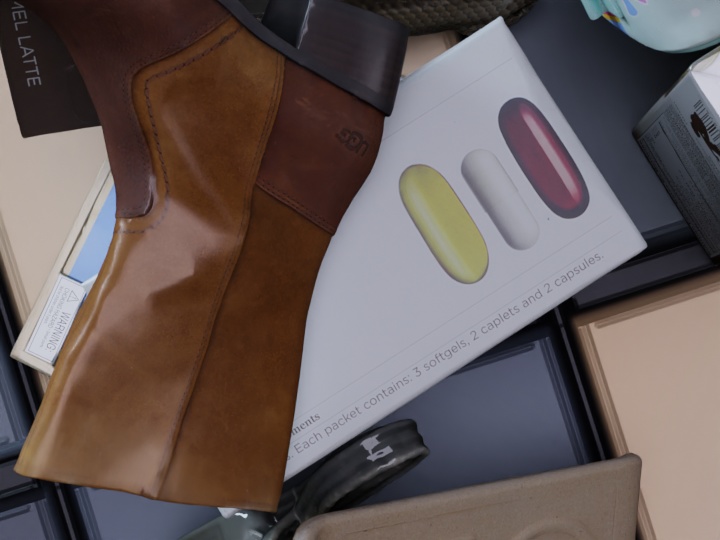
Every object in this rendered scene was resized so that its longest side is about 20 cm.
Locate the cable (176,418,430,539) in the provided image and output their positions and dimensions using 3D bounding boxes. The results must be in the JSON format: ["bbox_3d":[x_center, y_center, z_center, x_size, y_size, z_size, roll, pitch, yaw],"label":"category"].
[{"bbox_3d":[-0.025,0.118,0.936,0.200,0.097,0.051,-31,72,40],"label":"cable"}]

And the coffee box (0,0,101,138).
[{"bbox_3d":[-0.114,-0.159,0.911,0.079,0.200,0.115,-9,126,-1],"label":"coffee box"}]

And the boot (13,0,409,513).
[{"bbox_3d":[-0.092,-0.021,0.799,0.188,0.068,0.201,17,93,-26],"label":"boot"}]

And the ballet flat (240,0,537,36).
[{"bbox_3d":[-0.014,-0.118,0.980,0.199,0.067,0.047,-9,128,-13],"label":"ballet flat"}]

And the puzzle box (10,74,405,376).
[{"bbox_3d":[-0.061,-0.020,1.007,0.133,0.025,0.201,25,88,-1],"label":"puzzle box"}]

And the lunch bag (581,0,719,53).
[{"bbox_3d":[0.146,-0.175,0.928,0.160,0.200,0.077,-29,116,-1],"label":"lunch bag"}]

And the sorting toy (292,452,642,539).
[{"bbox_3d":[0.040,0.178,0.931,0.199,0.036,0.186,-8,109,-38],"label":"sorting toy"}]

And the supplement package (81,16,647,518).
[{"bbox_3d":[0.000,0.000,0.917,0.200,0.156,0.111,-33,89,-2],"label":"supplement package"}]

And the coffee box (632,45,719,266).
[{"bbox_3d":[0.193,-0.068,0.925,0.113,0.200,0.080,-32,87,0],"label":"coffee box"}]
